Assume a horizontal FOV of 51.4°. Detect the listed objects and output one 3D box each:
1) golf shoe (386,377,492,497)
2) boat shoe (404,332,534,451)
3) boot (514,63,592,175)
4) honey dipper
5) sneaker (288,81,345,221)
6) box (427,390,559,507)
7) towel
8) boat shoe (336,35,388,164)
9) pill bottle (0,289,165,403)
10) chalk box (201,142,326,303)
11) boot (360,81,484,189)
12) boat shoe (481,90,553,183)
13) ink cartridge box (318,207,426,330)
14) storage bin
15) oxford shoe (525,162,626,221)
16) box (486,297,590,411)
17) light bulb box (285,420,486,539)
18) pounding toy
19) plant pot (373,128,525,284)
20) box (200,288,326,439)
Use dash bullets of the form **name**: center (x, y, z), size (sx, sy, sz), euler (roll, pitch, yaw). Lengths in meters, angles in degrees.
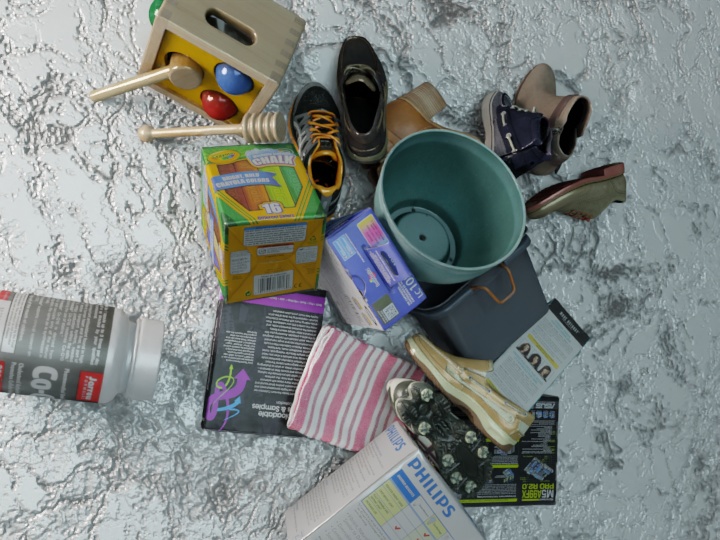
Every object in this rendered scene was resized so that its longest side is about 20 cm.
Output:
- **golf shoe**: center (0.109, 0.219, 1.017), size (0.077, 0.088, 0.201), euler (-39, 109, -11)
- **boat shoe**: center (0.148, 0.146, 1.001), size (0.200, 0.072, 0.076), euler (44, 96, -2)
- **boot**: center (0.288, -0.233, 1.110), size (0.069, 0.146, 0.203), euler (17, 81, -18)
- **honey dipper**: center (-0.191, -0.178, 0.942), size (0.197, 0.038, 0.039), euler (2, 85, 16)
- **sneaker**: center (-0.052, -0.167, 1.010), size (0.077, 0.077, 0.203), euler (-1, 74, -17)
- **box**: center (0.196, 0.261, 1.099), size (0.197, 0.044, 0.163), euler (4, 86, -19)
- **towel**: center (0.004, 0.174, 1.021), size (0.199, 0.030, 0.148), euler (27, 78, -30)
- **boat shoe**: center (0.006, -0.245, 1.018), size (0.073, 0.074, 0.203), euler (-7, 66, -3)
- **pill bottle**: center (-0.337, 0.094, 0.876), size (0.197, 0.114, 0.116), euler (10, 83, -19)
- **chalk box**: center (-0.132, -0.078, 0.937), size (0.123, 0.125, 0.201), euler (-8, 45, -20)
- **boot**: center (0.092, -0.152, 1.077), size (0.154, 0.074, 0.201), euler (-41, 92, -17)
- **boat shoe**: center (0.229, -0.205, 1.071), size (0.075, 0.092, 0.202), euler (43, 37, -32)
- **ink cartridge box**: center (0.000, 0.000, 0.958), size (0.076, 0.200, 0.137), euler (-35, 100, -14)
- **storage bin**: center (0.176, 0.045, 1.064), size (0.199, 0.145, 0.135), euler (-38, 109, -18)
- **oxford shoe**: center (0.342, -0.108, 1.164), size (0.198, 0.070, 0.076), euler (-21, 99, -19)
- **box**: center (0.246, 0.134, 1.093), size (0.199, 0.049, 0.082), euler (-39, 85, -31)
- **light bulb box**: center (0.038, 0.344, 0.968), size (0.199, 0.125, 0.199), euler (-37, 100, -4)
- **pounding toy**: center (-0.205, -0.259, 0.926), size (0.198, 0.184, 0.144), euler (26, 66, -17)
- **plant pot**: center (0.100, -0.065, 0.995), size (0.197, 0.134, 0.203), euler (7, 64, -15)
- **box**: center (-0.128, 0.116, 0.994), size (0.141, 0.036, 0.203), euler (10, 82, -20)
